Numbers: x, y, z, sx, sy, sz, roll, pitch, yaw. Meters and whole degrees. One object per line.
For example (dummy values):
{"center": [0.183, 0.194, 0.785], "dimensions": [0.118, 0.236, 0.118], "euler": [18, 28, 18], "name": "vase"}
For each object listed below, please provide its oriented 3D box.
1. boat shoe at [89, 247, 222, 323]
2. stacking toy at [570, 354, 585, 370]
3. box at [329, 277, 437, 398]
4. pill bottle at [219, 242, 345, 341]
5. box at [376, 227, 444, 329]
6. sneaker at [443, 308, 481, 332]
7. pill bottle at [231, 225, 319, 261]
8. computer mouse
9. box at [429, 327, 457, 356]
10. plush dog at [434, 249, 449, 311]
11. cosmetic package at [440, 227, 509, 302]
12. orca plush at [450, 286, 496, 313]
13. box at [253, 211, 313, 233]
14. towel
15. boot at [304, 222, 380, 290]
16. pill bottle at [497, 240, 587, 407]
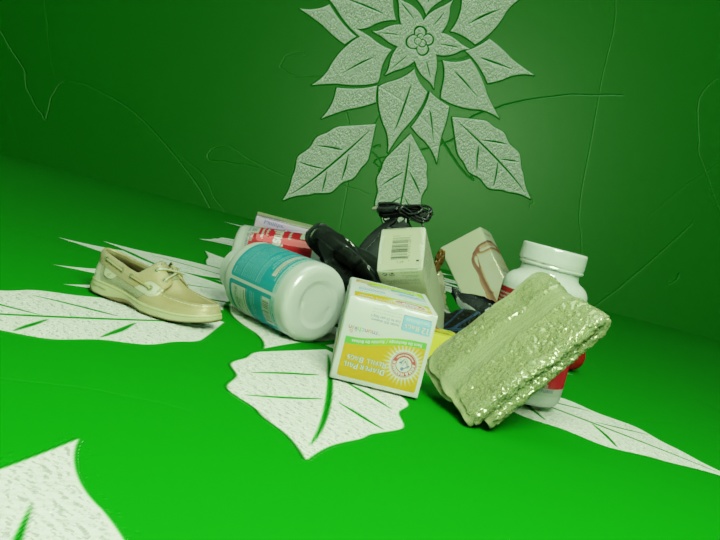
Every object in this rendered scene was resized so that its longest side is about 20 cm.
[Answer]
{"center": [-0.266, 0.020, 1.051], "dimensions": [0.199, 0.065, 0.072], "euler": [17, 6, 24], "name": "boat shoe"}
{"center": [0.326, 0.134, 1.390], "dimensions": [0.085, 0.086, 0.200], "euler": [19, 4, 44], "name": "stacking toy"}
{"center": [0.027, 0.079, 1.021], "dimensions": [0.112, 0.102, 0.200], "euler": [14, 5, -1], "name": "box"}
{"center": [-0.122, 0.022, 1.158], "dimensions": [0.111, 0.111, 0.200], "euler": [9, 8, -43], "name": "pill bottle"}
{"center": [0.079, 0.028, 1.210], "dimensions": [0.068, 0.082, 0.200], "euler": [-2, -39, 14], "name": "box"}
{"center": [0.141, 0.104, 1.330], "dimensions": [0.077, 0.076, 0.200], "euler": [47, -19, -32], "name": "sneaker"}
{"center": [-0.121, -0.011, 1.412], "dimensions": [0.199, 0.113, 0.112], "euler": [9, 5, 2], "name": "pill bottle"}
{"center": [0.032, -0.042, 1.413], "dimensions": [0.138, 0.200, 0.053], "euler": [13, -19, 49], "name": "computer mouse"}
{"center": [0.090, 0.106, 1.178], "dimensions": [0.199, 0.050, 0.075], "euler": [14, 6, -5], "name": "box"}
{"center": [0.075, 0.006, 1.494], "dimensions": [0.200, 0.161, 0.172], "euler": [9, 19, -39], "name": "plush dog"}
{"center": [0.234, 0.033, 1.462], "dimensions": [0.087, 0.201, 0.103], "euler": [-28, -13, 17], "name": "cosmetic package"}
{"center": [0.235, 0.090, 1.321], "dimensions": [0.071, 0.106, 0.200], "euler": [-25, 36, -21], "name": "orca plush"}
{"center": [-0.199, -0.084, 2.125], "dimensions": [0.175, 0.097, 0.200], "euler": [14, 5, -8], "name": "box"}
{"center": [0.175, 0.087, 0.929], "dimensions": [0.037, 0.200, 0.148], "euler": [57, -6, -31], "name": "towel"}
{"center": [-0.001, 0.000, 1.234], "dimensions": [0.165, 0.066, 0.200], "euler": [32, 1, -19], "name": "boot"}
{"center": [0.232, 0.068, 1.063], "dimensions": [0.112, 0.201, 0.112], "euler": [14, 5, -1], "name": "pill bottle"}
